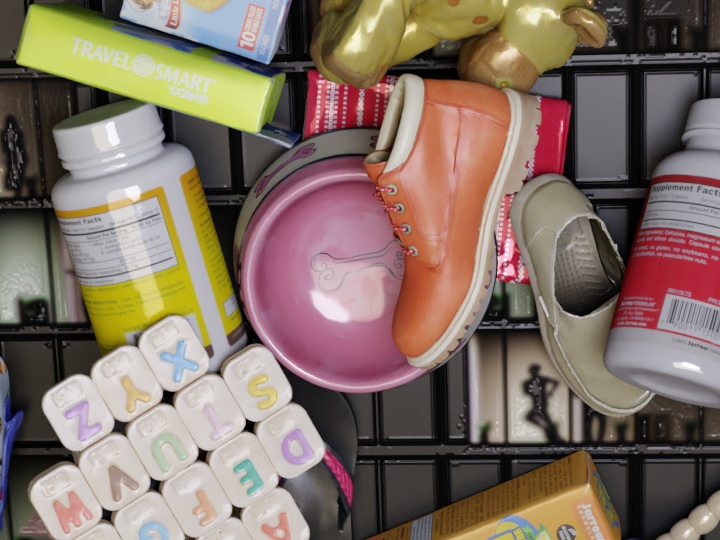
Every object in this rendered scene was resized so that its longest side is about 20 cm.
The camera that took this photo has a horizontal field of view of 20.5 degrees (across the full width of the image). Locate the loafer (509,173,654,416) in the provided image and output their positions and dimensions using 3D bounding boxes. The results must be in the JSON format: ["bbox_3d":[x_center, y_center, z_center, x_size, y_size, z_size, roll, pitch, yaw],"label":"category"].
[{"bbox_3d":[0.166,0.027,1.454,0.075,0.068,0.201,-29,111,-5],"label":"loafer"}]

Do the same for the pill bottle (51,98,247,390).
[{"bbox_3d":[-0.159,-0.020,1.462,0.108,0.109,0.201,-14,104,9],"label":"pill bottle"}]

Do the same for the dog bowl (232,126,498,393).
[{"bbox_3d":[0.000,0.000,1.450,0.198,0.074,0.202,1,105,5],"label":"dog bowl"}]

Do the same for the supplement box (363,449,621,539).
[{"bbox_3d":[0.097,0.212,1.529,0.199,0.069,0.067,-25,103,10],"label":"supplement box"}]

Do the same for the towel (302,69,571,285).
[{"bbox_3d":[0.052,-0.068,1.476,0.198,0.022,0.146,7,106,3],"label":"towel"}]

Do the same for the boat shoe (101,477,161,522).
[{"bbox_3d":[-0.144,0.238,1.469,0.066,0.074,0.201,-12,96,22],"label":"boat shoe"}]

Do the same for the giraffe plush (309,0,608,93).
[{"bbox_3d":[0.080,-0.185,1.375,0.162,0.173,0.200,30,124,-16],"label":"giraffe plush"}]

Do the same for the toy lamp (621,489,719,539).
[{"bbox_3d":[0.285,0.169,1.508,0.200,0.058,0.058,-40,99,17],"label":"toy lamp"}]

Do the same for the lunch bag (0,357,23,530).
[{"bbox_3d":[-0.346,0.147,1.546,0.159,0.076,0.201,7,108,1],"label":"lunch bag"}]

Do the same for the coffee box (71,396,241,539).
[{"bbox_3d":[-0.136,0.204,1.539,0.114,0.080,0.201,-12,105,9],"label":"coffee box"}]

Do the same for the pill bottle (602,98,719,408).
[{"bbox_3d":[0.247,-0.013,1.400,0.112,0.112,0.201,17,79,0],"label":"pill bottle"}]

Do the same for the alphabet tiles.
[{"bbox_3d":[-0.129,0.142,1.418,0.199,0.015,0.196,-31,103,-11],"label":"alphabet tiles"}]

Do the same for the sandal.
[{"bbox_3d":[-0.036,0.169,1.539,0.075,0.045,0.201,-5,106,6],"label":"sandal"}]

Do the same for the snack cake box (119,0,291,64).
[{"bbox_3d":[-0.088,-0.261,1.408,0.114,0.067,0.201,17,106,-1],"label":"snack cake box"}]

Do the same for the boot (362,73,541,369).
[{"bbox_3d":[0.041,-0.035,1.347,0.107,0.075,0.201,12,100,-23],"label":"boot"}]

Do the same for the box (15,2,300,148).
[{"bbox_3d":[-0.135,-0.140,1.417,0.199,0.122,0.048,17,98,-1],"label":"box"}]
